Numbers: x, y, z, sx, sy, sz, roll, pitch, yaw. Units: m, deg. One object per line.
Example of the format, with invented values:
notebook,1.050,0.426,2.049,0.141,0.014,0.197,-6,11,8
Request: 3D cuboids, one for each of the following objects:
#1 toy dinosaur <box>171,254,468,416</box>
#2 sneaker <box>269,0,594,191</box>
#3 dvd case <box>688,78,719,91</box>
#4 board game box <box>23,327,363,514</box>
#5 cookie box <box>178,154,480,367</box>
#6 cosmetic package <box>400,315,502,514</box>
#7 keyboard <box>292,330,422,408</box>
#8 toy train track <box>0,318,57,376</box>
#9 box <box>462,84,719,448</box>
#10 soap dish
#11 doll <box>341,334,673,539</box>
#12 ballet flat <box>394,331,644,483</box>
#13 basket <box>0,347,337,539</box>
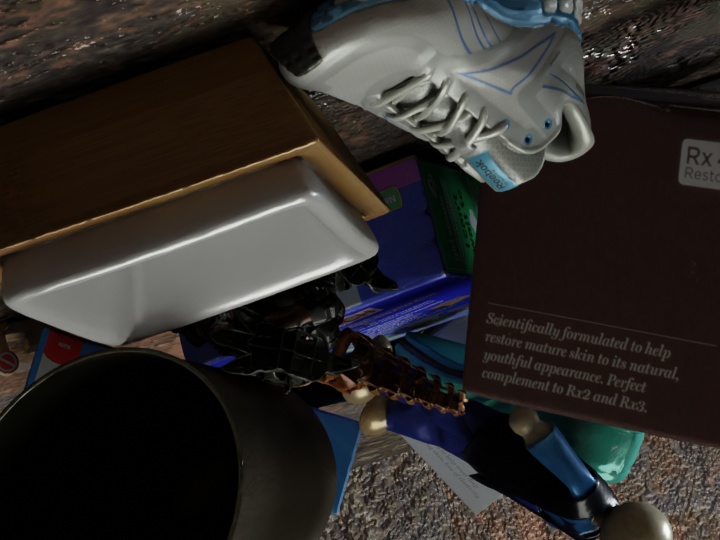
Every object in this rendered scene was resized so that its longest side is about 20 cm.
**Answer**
toy dinosaur,-0.038,0.019,1.161,0.198,0.103,0.136,6,166,-10
sneaker,0.044,-0.077,0.942,0.075,0.087,0.199,-23,168,39
dvd case,0.203,-0.091,1.369,0.198,0.018,0.143,-19,171,-1
board game box,-0.104,0.096,1.365,0.194,0.056,0.200,17,173,-2
cookie box,0.000,0.000,1.328,0.170,0.076,0.200,-20,172,18
cosmetic package,0.103,0.057,1.495,0.081,0.113,0.200,-42,-179,41
keyboard,0.025,0.042,1.488,0.104,0.040,0.200,-8,-154,47
toy train track,-0.274,0.066,1.323,0.198,0.033,0.115,-15,170,-19
box,0.179,-0.010,1.181,0.165,0.166,0.199,11,-170,36
soap dish,-0.079,-0.032,0.978,0.156,0.082,0.200,-19,171,7
doll,0.087,0.107,1.222,0.049,0.199,0.137,-53,151,-17
ballet flat,0.086,0.086,1.306,0.067,0.071,0.199,5,-175,-41
basket,-0.098,0.117,1.154,0.181,0.136,0.200,-48,166,13
